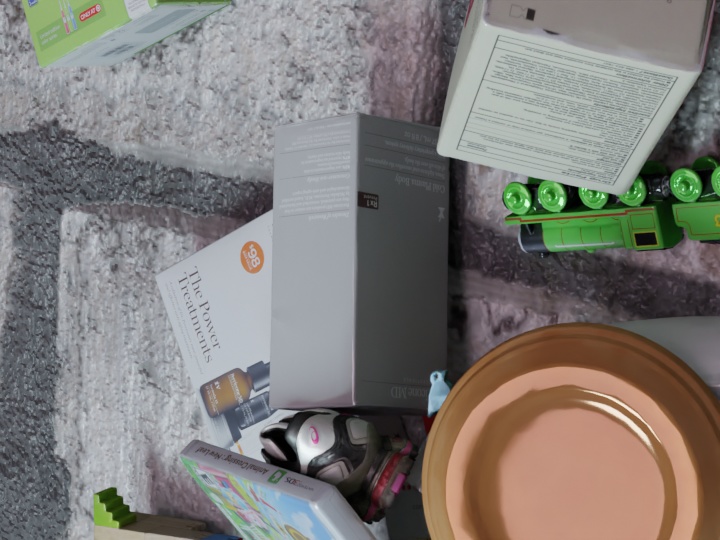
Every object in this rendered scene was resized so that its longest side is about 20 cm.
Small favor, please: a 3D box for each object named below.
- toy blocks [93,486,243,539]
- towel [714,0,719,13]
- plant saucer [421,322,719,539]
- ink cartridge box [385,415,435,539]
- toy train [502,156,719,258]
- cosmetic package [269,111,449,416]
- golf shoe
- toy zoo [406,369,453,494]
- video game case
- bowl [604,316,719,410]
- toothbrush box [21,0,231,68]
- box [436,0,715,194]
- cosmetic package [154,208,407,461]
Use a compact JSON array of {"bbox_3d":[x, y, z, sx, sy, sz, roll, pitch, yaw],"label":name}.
[{"bbox_3d":[-0.141,0.278,1.588,0.136,0.100,0.202,4,99,28],"label":"toy blocks"},{"bbox_3d":[0.301,-0.209,1.097,0.170,0.048,0.201,14,68,36],"label":"towel"},{"bbox_3d":[0.130,0.133,1.204,0.199,0.037,0.202,1,94,18],"label":"plant saucer"},{"bbox_3d":[0.081,0.183,1.390,0.116,0.067,0.201,-11,89,40],"label":"ink cartridge box"},{"bbox_3d":[0.177,-0.040,1.296,0.199,0.042,0.057,-4,105,41],"label":"toy train"},{"bbox_3d":[0.000,0.000,1.385,0.090,0.106,0.202,-8,81,40],"label":"cosmetic package"},{"bbox_3d":[-0.026,0.124,1.355,0.092,0.073,0.200,31,164,-6],"label":"golf shoe"},{"bbox_3d":[0.121,0.134,1.313,0.200,0.020,0.131,43,100,7],"label":"toy zoo"},{"bbox_3d":[-0.019,0.202,1.344,0.182,0.022,0.200,10,140,56],"label":"video game case"},{"bbox_3d":[0.194,0.132,1.240,0.199,0.075,0.201,-4,92,17],"label":"bowl"},{"bbox_3d":[-0.199,-0.274,1.547,0.145,0.086,0.201,-21,84,40],"label":"toothbrush box"},{"bbox_3d":[0.127,-0.138,1.187,0.127,0.200,0.110,13,72,-2],"label":"box"},{"bbox_3d":[-0.061,0.067,1.506,0.150,0.052,0.201,-27,79,37],"label":"cosmetic package"}]
